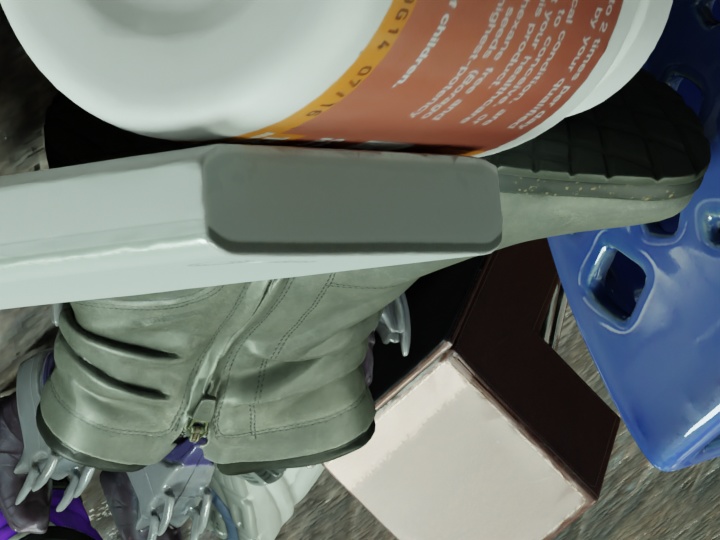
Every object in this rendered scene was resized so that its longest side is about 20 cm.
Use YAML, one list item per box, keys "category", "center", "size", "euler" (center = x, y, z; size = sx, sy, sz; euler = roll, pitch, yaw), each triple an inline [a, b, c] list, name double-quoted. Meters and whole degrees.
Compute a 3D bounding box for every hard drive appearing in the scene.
- category: "hard drive"
  center: [-0.082, -0.007, 0.724]
  size: [0.199, 0.026, 0.132]
  euler: [-6, 177, 33]

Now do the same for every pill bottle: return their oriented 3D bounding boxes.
- category: "pill bottle"
  center: [0.004, -0.084, 0.711]
  size: [0.112, 0.112, 0.200]
  euler: [-41, 161, 22]

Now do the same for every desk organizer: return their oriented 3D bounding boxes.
- category: "desk organizer"
  center: [0.051, 0.035, 1.048]
  size: [0.072, 0.077, 0.200]
  euler: [-42, -172, 24]

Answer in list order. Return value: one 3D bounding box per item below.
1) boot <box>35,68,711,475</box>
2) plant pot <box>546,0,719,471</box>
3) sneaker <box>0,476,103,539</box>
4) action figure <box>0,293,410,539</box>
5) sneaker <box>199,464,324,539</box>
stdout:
- category: "boot"
  center: [0.000, 0.000, 0.853]
  size: [0.199, 0.068, 0.131]
  euler: [-2, 130, -4]
- category: "plant pot"
  center: [0.157, -0.076, 0.906]
  size: [0.199, 0.180, 0.200]
  euler: [-14, 153, -50]
- category: "sneaker"
  center: [-0.123, 0.137, 1.088]
  size: [0.069, 0.100, 0.200]
  euler: [-29, 162, -12]
- category: "action figure"
  center: [-0.053, 0.022, 0.937]
  size: [0.129, 0.070, 0.200]
  euler: [11, 138, -24]
- category: "sneaker"
  center: [-0.036, 0.041, 1.082]
  size: [0.087, 0.074, 0.200]
  euler: [-46, 171, -18]
